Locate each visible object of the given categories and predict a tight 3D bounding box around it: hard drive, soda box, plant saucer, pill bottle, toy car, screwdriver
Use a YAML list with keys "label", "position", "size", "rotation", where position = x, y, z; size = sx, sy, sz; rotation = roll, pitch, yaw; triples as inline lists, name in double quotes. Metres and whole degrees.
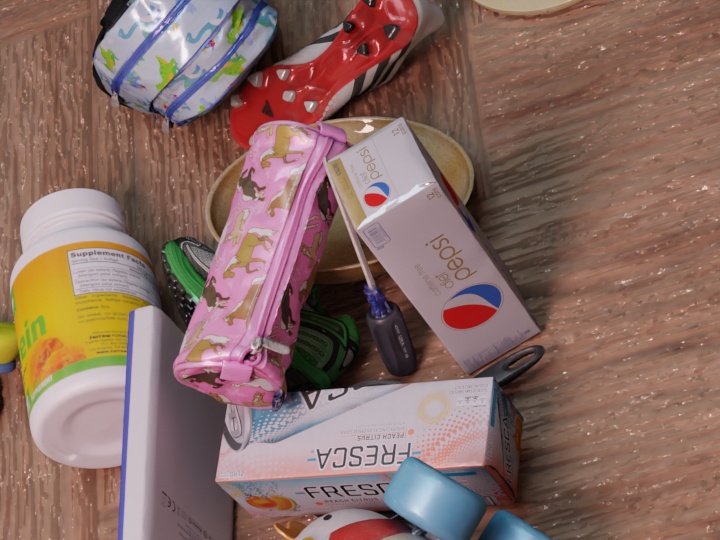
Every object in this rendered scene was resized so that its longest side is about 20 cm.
- label: "hard drive"
  position: [-0.126, 0.142, 1.558]
  size: [0.025, 0.132, 0.200]
  rotation: [-15, 53, 19]
- label: "soda box"
  position: [0.051, -0.013, 1.526]
  size: [0.064, 0.200, 0.068]
  rotation: [-30, 50, 6]
- label: "plant saucer"
  position: [-0.013, -0.045, 1.655]
  size: [0.200, 0.035, 0.200]
  rotation: [-7, 35, 5]
- label: "pill bottle"
  position: [-0.203, 0.038, 1.683]
  size: [0.111, 0.111, 0.200]
  rotation: [-24, 51, 11]
- label: "toy car"
  position: [-0.003, 0.203, 1.444]
  size: [0.200, 0.177, 0.185]
  rotation: [28, 85, 51]
- label: "soda box"
  position: [0.006, 0.120, 1.514]
  size: [0.200, 0.064, 0.069]
  rotation: [-6, 58, 22]
- label: "screwdriver"
  position: [0.000, 0.000, 1.547]
  size: [0.029, 0.200, 0.028]
  rotation: [-24, 39, 3]

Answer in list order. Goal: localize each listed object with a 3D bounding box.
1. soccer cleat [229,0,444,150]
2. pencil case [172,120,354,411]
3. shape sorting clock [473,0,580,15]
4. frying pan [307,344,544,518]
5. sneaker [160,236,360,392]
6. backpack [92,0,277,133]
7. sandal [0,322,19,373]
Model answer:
- label: "soccer cleat"
  position: [-0.019, -0.154, 1.751]
  size: [0.200, 0.085, 0.069]
  rotation: [-37, 73, 29]
- label: "pencil case"
  position: [-0.062, -0.006, 1.530]
  size: [0.086, 0.083, 0.200]
  rotation: [5, 65, 29]
- label: "shape sorting clock"
  position: [0.153, -0.287, 1.763]
  size: [0.200, 0.039, 0.200]
  rotation: [-16, 54, 23]
- label: "frying pan"
  position: [0.032, 0.103, 1.568]
  size: [0.190, 0.031, 0.115]
  rotation: [-47, 52, -11]
- label: "sneaker"
  position: [-0.075, 0.031, 1.657]
  size: [0.085, 0.078, 0.200]
  rotation: [-38, 51, -19]
- label: "backpack"
  position: [-0.137, -0.188, 1.753]
  size: [0.163, 0.200, 0.154]
  rotation: [-43, 79, -4]
- label: "sandal"
  position: [-0.343, 0.071, 1.762]
  size: [0.200, 0.079, 0.087]
  rotation: [13, 100, 44]
